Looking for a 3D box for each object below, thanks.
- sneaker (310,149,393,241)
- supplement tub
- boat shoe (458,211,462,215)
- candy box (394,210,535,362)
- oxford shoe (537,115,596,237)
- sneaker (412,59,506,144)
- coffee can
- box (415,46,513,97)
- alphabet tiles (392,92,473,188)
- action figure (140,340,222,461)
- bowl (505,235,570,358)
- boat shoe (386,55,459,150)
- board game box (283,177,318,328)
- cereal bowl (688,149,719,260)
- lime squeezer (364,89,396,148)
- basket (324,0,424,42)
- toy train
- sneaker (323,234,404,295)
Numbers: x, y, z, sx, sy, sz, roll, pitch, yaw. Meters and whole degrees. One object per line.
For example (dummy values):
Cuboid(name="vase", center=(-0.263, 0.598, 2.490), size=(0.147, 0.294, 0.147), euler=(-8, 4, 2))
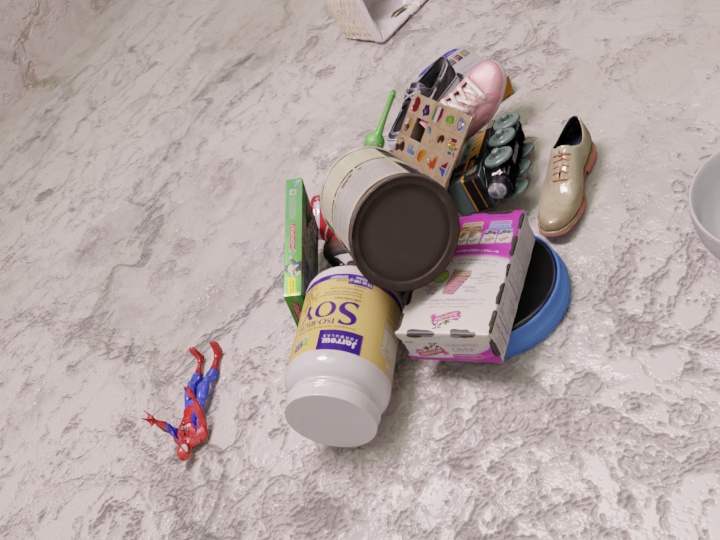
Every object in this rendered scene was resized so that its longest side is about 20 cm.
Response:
Cuboid(name="sneaker", center=(-0.015, -0.131, 1.274), size=(0.110, 0.072, 0.203), euler=(10, 59, 36))
Cuboid(name="supplement tub", center=(-0.022, 0.113, 0.982), size=(0.142, 0.146, 0.203), euler=(-11, 45, 25))
Cuboid(name="boat shoe", center=(0.107, -0.109, 1.171), size=(0.060, 0.071, 0.202), euler=(-52, 35, 23))
Cuboid(name="candy box", center=(0.141, 0.019, 0.965), size=(0.134, 0.061, 0.203), euler=(-2, 49, 35))
Cuboid(name="oxford shoe", center=(0.290, -0.138, 1.066), size=(0.069, 0.074, 0.203), euler=(-2, 50, 33))
Cuboid(name="sneaker", center=(0.153, -0.253, 1.194), size=(0.076, 0.104, 0.201), euler=(49, 118, 21))
Cuboid(name="coffee can", center=(0.032, -0.077, 0.991), size=(0.145, 0.148, 0.200), euler=(-35, 24, -1))
Cuboid(name="box", center=(0.185, -0.348, 1.373), size=(0.118, 0.042, 0.201), euler=(-34, 37, 1))
Cuboid(name="alphabet tiles", center=(0.090, -0.161, 1.146), size=(0.167, 0.007, 0.204), euler=(41, 115, 53))
Cuboid(name="action figure", center=(-0.267, 0.186, 1.124), size=(0.064, 0.099, 0.203), euler=(-19, 45, 19))
Cuboid(name="bowl", center=(0.185, 0.027, 1.005), size=(0.196, 0.040, 0.204), euler=(-19, 43, 18))
Cuboid(name="boat shoe", center=(0.103, -0.297, 1.292), size=(0.071, 0.068, 0.201), euler=(17, 60, 47))
Cuboid(name="board game box", center=(-0.089, -0.018, 1.132), size=(0.028, 0.136, 0.204), euler=(-6, 59, 6))
Cuboid(name="cereal bowl", center=(0.489, -0.067, 0.852), size=(0.196, 0.084, 0.203), euler=(-19, 42, 18))
Cuboid(name="lime squeezer", center=(0.012, -0.225, 1.306), size=(0.201, 0.037, 0.072), euler=(-52, 46, 49))
Cuboid(name="basket", center=(0.025, -0.656, 1.668), size=(0.199, 0.201, 0.160), euler=(-47, 36, -16))
Cuboid(name="toy train", center=(0.202, -0.168, 1.142), size=(0.112, 0.086, 0.202), euler=(-19, 31, 31))
Cuboid(name="sneaker", center=(0.000, 0.000, 1.135), size=(0.198, 0.071, 0.098), euler=(19, 61, 43))
